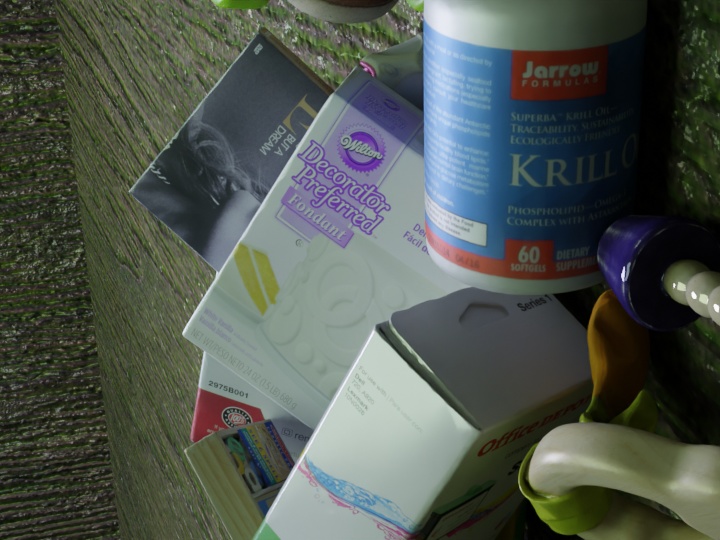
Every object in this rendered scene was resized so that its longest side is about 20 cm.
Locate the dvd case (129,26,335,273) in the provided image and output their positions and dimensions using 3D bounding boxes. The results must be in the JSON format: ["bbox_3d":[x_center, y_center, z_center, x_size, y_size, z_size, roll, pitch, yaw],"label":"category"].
[{"bbox_3d":[-0.032,-0.033,0.945,0.149,0.200,0.016,-46,5,28],"label":"dvd case"}]

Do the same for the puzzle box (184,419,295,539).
[{"bbox_3d":[-0.036,0.191,0.953,0.201,0.025,0.133,60,-172,7],"label":"puzzle box"}]

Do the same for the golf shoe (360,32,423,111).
[{"bbox_3d":[0.022,-0.103,0.984,0.200,0.091,0.076,119,136,-66],"label":"golf shoe"}]

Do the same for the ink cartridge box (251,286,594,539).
[{"bbox_3d":[0.038,0.110,0.847,0.084,0.144,0.201,45,126,23],"label":"ink cartridge box"}]

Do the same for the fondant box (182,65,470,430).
[{"bbox_3d":[0.000,0.000,0.908,0.200,0.144,0.058,-55,-1,28],"label":"fondant box"}]

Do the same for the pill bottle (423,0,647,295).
[{"bbox_3d":[0.086,-0.099,0.747,0.112,0.111,0.201,-130,33,-58],"label":"pill bottle"}]

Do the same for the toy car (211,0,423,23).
[{"bbox_3d":[-0.005,-0.265,0.885,0.201,0.163,0.158,111,145,-42],"label":"toy car"}]

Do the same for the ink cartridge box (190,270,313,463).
[{"bbox_3d":[-0.029,0.038,1.035,0.083,0.145,0.201,-58,-18,-60],"label":"ink cartridge box"}]

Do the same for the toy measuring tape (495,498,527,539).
[{"bbox_3d":[0.075,0.124,0.964,0.074,0.073,0.201,-120,21,-46],"label":"toy measuring tape"}]

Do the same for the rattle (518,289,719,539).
[{"bbox_3d":[0.179,0.077,0.695,0.130,0.143,0.200,50,150,-12],"label":"rattle"}]

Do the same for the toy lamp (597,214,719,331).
[{"bbox_3d":[0.166,0.019,0.654,0.200,0.058,0.059,-138,41,-64],"label":"toy lamp"}]
